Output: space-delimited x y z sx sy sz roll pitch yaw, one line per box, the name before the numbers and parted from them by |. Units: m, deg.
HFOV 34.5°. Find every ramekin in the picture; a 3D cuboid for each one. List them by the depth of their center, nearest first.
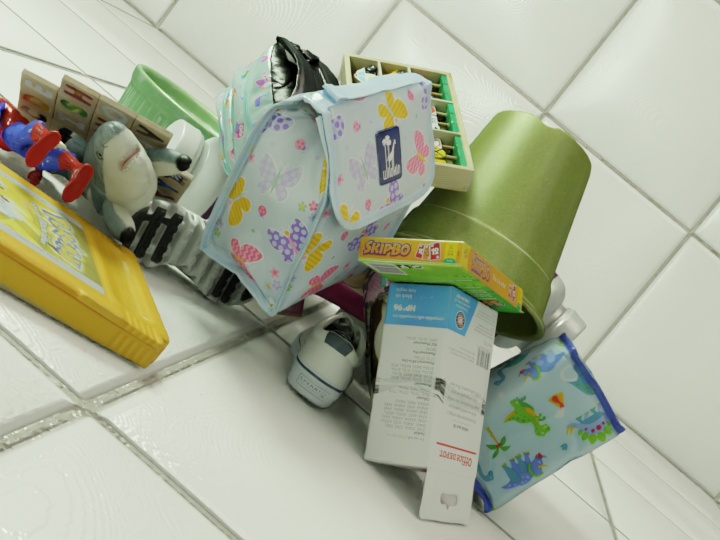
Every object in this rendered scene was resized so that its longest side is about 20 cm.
ramekin | -0.219 -0.151 1.415 0.199 0.098 0.200 39 7 -6

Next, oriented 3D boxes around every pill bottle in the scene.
pill bottle | -0.144 -0.078 1.297 0.199 0.113 0.112 35 8 -27
pill bottle | 0.171 0.019 1.379 0.200 0.112 0.112 49 8 6

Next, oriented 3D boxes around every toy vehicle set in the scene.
toy vehicle set | 0.044 -0.157 1.203 0.123 0.027 0.201 8 37 -11

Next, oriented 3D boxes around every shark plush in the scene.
shark plush | -0.219 -0.097 0.984 0.083 0.091 0.200 46 -9 -30

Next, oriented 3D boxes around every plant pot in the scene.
plant pot | 0.149 -0.059 1.227 0.199 0.191 0.200 29 -14 8

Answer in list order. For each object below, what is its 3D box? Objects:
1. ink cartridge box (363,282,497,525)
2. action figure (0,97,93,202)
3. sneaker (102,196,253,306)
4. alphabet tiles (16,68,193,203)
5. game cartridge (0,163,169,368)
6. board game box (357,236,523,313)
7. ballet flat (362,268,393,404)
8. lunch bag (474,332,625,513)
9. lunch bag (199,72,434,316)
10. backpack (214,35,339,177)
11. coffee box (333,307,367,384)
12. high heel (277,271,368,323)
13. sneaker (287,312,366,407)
ink cartridge box | 0.064 0.123 1.055 0.067 0.202 0.116 3 -13 29
action figure | -0.281 -0.105 0.961 0.065 0.052 0.200 43 -6 -34
sneaker | -0.162 -0.028 1.089 0.081 0.076 0.200 34 1 41
alphabet tiles | -0.228 -0.113 1.031 0.166 0.008 0.200 29 -19 -11
game cartridge | -0.231 -0.021 0.831 0.199 0.033 0.176 35 9 -31
board game box | 0.080 0.007 1.051 0.095 0.030 0.200 4 -15 25
ballet flat | 0.032 0.091 1.135 0.068 0.202 0.071 -1 29 13
lunch bag | 0.171 0.149 1.228 0.128 0.169 0.200 58 5 -8
lunch bag | -0.024 -0.078 1.026 0.127 0.201 0.169 40 33 18
backpack | -0.078 -0.146 1.225 0.167 0.126 0.202 33 36 -49
coffee box | 0.042 0.069 1.349 0.080 0.113 0.200 42 8 19
high heel | 0.000 0.000 1.183 0.198 0.097 0.068 6 33 -13
sneaker | -0.023 0.078 1.122 0.073 0.071 0.200 38 6 -6
